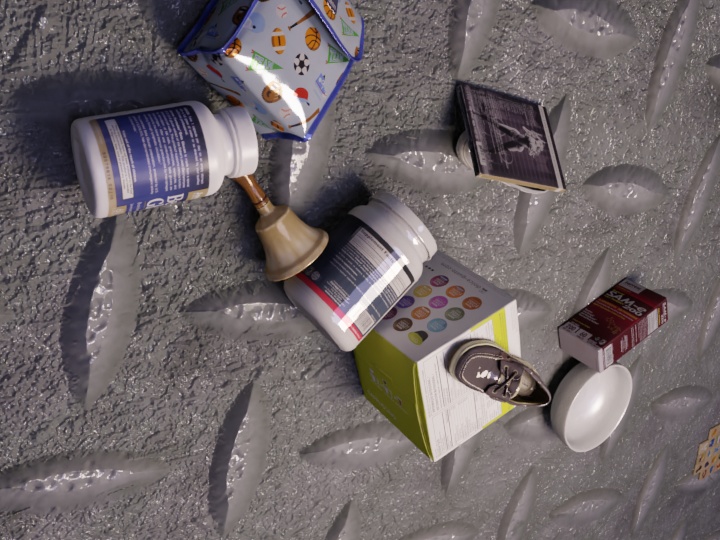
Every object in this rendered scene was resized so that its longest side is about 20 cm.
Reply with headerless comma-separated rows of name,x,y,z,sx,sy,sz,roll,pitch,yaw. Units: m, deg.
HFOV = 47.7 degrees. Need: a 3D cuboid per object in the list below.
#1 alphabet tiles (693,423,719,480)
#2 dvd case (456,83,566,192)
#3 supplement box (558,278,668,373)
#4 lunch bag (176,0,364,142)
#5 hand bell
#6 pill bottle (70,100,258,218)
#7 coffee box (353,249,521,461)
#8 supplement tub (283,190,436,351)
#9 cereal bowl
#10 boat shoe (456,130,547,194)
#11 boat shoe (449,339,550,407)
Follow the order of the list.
alphabet tiles,0.970,0.477,2.201,0.197,0.006,0.170,-16,120,-30
dvd case,0.236,-0.203,1.264,0.197,0.016,0.152,4,68,-37
supplement box,0.499,0.106,1.606,0.198,0.108,0.062,-32,127,-21
lunch bag,-0.089,-0.286,0.979,0.170,0.123,0.202,44,70,-41
hand bell,-0.136,-0.096,1.071,0.104,0.104,0.201,-40,116,-13
pill bottle,-0.224,-0.135,0.946,0.197,0.111,0.113,-15,120,-26
coffee box,0.115,0.127,1.270,0.196,0.199,0.203,-28,127,-22
supplement tub,0.000,0.000,1.164,0.200,0.140,0.141,-46,130,-9
cereal bowl,0.461,0.264,1.670,0.197,0.083,0.204,-16,119,-30
boat shoe,0.234,-0.169,1.304,0.198,0.068,0.073,27,95,-41
boat shoe,0.208,0.155,1.177,0.198,0.065,0.073,25,97,-41
